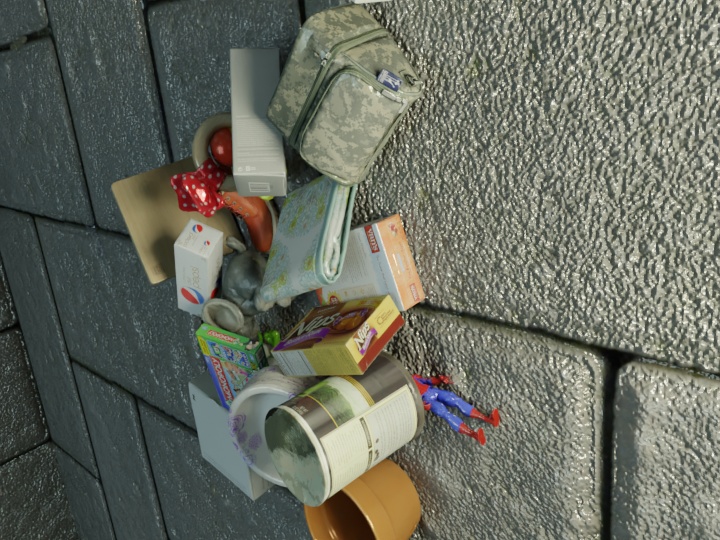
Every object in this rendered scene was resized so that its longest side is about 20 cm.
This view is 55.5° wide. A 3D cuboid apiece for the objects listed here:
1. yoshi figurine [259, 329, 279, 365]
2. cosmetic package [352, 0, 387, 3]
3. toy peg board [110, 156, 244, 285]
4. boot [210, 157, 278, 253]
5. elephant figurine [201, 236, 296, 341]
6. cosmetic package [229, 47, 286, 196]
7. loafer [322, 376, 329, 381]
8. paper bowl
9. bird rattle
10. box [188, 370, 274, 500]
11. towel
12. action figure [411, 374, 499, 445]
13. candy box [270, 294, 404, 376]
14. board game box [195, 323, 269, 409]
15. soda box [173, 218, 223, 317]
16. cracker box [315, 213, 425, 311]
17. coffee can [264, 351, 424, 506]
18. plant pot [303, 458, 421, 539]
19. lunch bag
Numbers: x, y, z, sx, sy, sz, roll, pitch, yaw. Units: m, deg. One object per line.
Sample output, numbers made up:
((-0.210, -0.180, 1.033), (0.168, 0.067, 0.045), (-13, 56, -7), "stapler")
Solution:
((-0.188, 0.177, 1.341), (0.198, 0.111, 0.115), (30, 115, 38), "yoshi figurine")
((-0.031, -0.451, 0.901), (0.200, 0.080, 0.115), (46, 135, 25), "cosmetic package")
((-0.363, -0.095, 1.351), (0.205, 0.195, 0.097), (66, 155, 0), "toy peg board")
((-0.214, -0.119, 1.231), (0.074, 0.106, 0.206), (-6, 105, 49), "boot")
((-0.222, 0.072, 1.250), (0.200, 0.140, 0.157), (-43, 59, 22), "elephant figurine")
((-0.158, -0.228, 1.060), (0.107, 0.087, 0.207), (117, 153, -79), "cosmetic package")
((-0.002, 0.217, 1.170), (0.197, 0.070, 0.075), (-6, 103, 49), "loafer")
((-0.118, 0.254, 1.157), (0.195, 0.105, 0.206), (8, 117, 17), "paper bowl")
((-0.222, -0.179, 1.149), (0.113, 0.194, 0.169), (151, 109, -81), "bird rattle")
((-0.244, 0.325, 1.434), (0.196, 0.129, 0.206), (23, 127, 40), "box")
((-0.079, -0.056, 1.073), (0.169, 0.047, 0.205), (-20, 50, 49), "towel")
((0.114, 0.195, 1.040), (0.197, 0.065, 0.053), (18, 142, 41), "action figure")
((-0.038, 0.102, 1.045), (0.197, 0.117, 0.057), (-10, 118, 50), "candy box")
((-0.217, 0.194, 1.247), (0.131, 0.029, 0.204), (13, 134, 25), "board game box")
((-0.292, 0.003, 1.240), (0.066, 0.065, 0.202), (21, 143, 3), "soda box")
((0.000, 0.000, 1.083), (0.197, 0.057, 0.138), (-11, 100, 50), "cracker box")
((-0.022, 0.227, 1.005), (0.145, 0.197, 0.151), (26, 127, 40), "coffee can")
((0.013, 0.423, 1.193), (0.197, 0.138, 0.206), (22, 122, 39), "plant pot")
((-0.017, -0.236, 0.944), (0.168, 0.139, 0.201), (46, 135, 8), "lunch bag")
